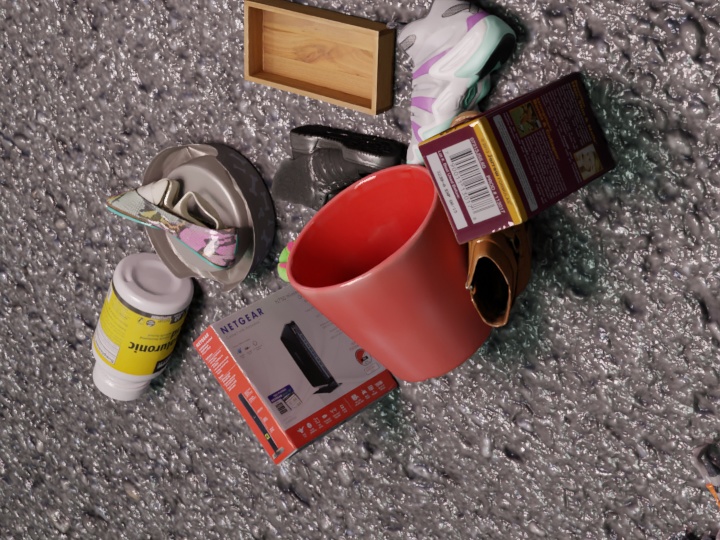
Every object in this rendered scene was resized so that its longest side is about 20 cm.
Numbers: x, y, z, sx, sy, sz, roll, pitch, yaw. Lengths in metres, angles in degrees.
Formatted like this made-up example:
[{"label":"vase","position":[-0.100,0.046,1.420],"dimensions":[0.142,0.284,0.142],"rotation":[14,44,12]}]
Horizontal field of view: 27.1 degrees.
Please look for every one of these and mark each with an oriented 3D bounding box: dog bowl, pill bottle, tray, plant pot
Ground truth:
[{"label":"dog bowl","position":[-0.194,-0.073,1.925],"dimensions":[0.199,0.059,0.201],"rotation":[16,118,34]},{"label":"pill bottle","position":[-0.306,0.082,2.051],"dimensions":[0.111,0.111,0.200],"rotation":[41,130,19]},{"label":"tray","position":[-0.050,-0.253,1.742],"dimensions":[0.199,0.037,0.099],"rotation":[20,121,34]},{"label":"plant pot","position":[0.046,0.014,1.638],"dimensions":[0.200,0.201,0.178],"rotation":[-9,129,42]}]

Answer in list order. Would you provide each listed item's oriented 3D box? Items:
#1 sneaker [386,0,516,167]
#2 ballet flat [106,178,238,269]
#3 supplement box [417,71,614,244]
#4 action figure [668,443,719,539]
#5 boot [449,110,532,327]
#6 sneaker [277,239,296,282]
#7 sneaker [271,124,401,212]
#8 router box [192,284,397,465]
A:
[{"label":"sneaker","position":[0.073,-0.219,1.633],"dimensions":[0.140,0.078,0.200],"rotation":[42,121,20]},{"label":"ballet flat","position":[-0.231,-0.072,1.880],"dimensions":[0.199,0.069,0.071],"rotation":[27,106,24]},{"label":"supplement box","position":[0.161,-0.116,1.511],"dimensions":[0.085,0.200,0.111],"rotation":[-19,97,41]},{"label":"action figure","position":[0.387,0.282,1.567],"dimensions":[0.199,0.104,0.195],"rotation":[-10,93,40]},{"label":"boot","position":[0.130,-0.053,1.571],"dimensions":[0.076,0.155,0.201],"rotation":[-5,119,19]},{"label":"sneaker","position":[0.000,0.000,1.796],"dimensions":[0.199,0.077,0.084],"rotation":[7,158,26]},{"label":"sneaker","position":[-0.029,-0.111,1.773],"dimensions":[0.199,0.060,0.105],"rotation":[18,118,39]},{"label":"router box","position":[-0.077,0.115,1.811],"dimensions":[0.180,0.200,0.049],"rotation":[54,133,7]}]
